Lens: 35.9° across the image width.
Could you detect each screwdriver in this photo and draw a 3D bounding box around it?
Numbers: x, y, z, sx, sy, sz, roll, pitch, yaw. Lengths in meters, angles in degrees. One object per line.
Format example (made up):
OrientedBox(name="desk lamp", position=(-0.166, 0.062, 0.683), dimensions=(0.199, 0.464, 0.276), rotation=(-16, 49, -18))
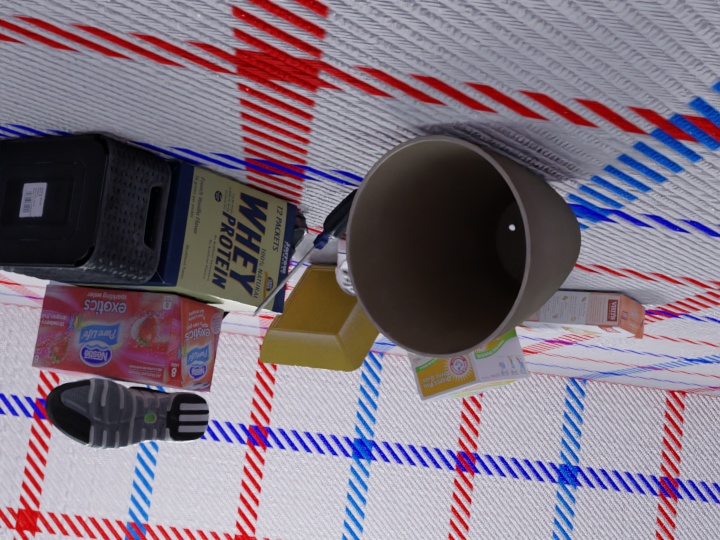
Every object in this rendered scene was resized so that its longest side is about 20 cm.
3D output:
OrientedBox(name="screwdriver", position=(-0.058, -0.013, 1.234), dimensions=(0.028, 0.200, 0.029), rotation=(25, -157, -40))

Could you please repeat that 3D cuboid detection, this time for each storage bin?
OrientedBox(name="storage bin", position=(-0.308, -0.063, 1.169), dimensions=(0.199, 0.137, 0.094), rotation=(2, 171, 33))

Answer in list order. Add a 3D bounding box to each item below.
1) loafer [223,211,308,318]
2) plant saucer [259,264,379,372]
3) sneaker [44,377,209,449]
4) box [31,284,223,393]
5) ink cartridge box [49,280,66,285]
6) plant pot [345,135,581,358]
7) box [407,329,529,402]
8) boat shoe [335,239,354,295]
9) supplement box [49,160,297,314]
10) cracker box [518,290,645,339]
OrientedBox(name="loafer", position=(-0.138, 0.006, 1.403), dimensions=(0.199, 0.063, 0.072), rotation=(-37, 150, 17))
OrientedBox(name="plant saucer", position=(-0.049, 0.059, 1.714), dimensions=(0.199, 0.201, 0.049), rotation=(1, 137, 38))
OrientedBox(name="sneaker", position=(-0.282, 0.162, 1.266), dimensions=(0.199, 0.076, 0.115), rotation=(14, 172, -38))
OrientedBox(name="box", position=(-0.269, 0.078, 1.280), dimensions=(0.198, 0.104, 0.094), rotation=(4, 171, 29))
OrientedBox(name="ink cartridge box", position=(-0.448, 0.030, 1.887), dimensions=(0.082, 0.148, 0.200), rotation=(6, 171, 12))
OrientedBox(name="plant pot", position=(0.118, -0.025, 1.018), dimensions=(0.186, 0.189, 0.199), rotation=(1, -176, 36))
OrientedBox(name="box", position=(0.172, 0.141, 1.766), dimensions=(0.112, 0.102, 0.199), rotation=(-22, 167, 29))
OrientedBox(name="boat shoe", position=(0.000, 0.000, 1.577), dimensions=(0.073, 0.066, 0.200), rotation=(7, 172, 3))
OrientedBox(name="supplement box", position=(-0.216, -0.033, 1.296), dimensions=(0.199, 0.136, 0.199), rotation=(2, 170, 36))
OrientedBox(name="cracker box", position=(0.343, 0.070, 1.785), dimensions=(0.198, 0.058, 0.134), rotation=(2, 170, 31))
